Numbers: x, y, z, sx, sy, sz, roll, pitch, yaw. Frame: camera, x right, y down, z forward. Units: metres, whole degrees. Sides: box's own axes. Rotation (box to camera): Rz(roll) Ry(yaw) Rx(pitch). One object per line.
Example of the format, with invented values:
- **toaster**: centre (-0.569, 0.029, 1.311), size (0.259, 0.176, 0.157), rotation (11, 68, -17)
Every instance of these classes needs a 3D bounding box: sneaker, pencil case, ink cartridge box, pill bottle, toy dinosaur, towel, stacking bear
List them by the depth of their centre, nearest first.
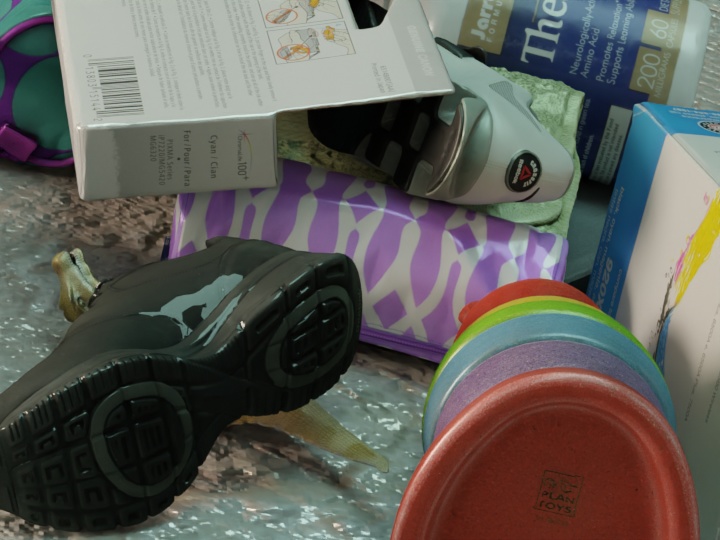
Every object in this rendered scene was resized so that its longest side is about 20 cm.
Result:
- **sneaker**: centre (-0.091, 0.042, 1.084), size (0.090, 0.076, 0.199), rotation (21, 33, 38)
- **stacking bear**: centre (0.077, 0.063, 1.116), size (0.121, 0.115, 0.200), rotation (13, 17, -4)
- **toy dinosaur**: centre (-0.047, 0.045, 1.173), size (0.199, 0.059, 0.101), rotation (28, 41, 26)
- **ink cartridge box**: centre (0.208, 0.031, 1.215), size (0.146, 0.146, 0.200), rotation (6, 22, -18)
- **pencil case**: centre (0.000, 0.000, 1.255), size (0.198, 0.084, 0.086), rotation (13, 59, 3)
- **ink cartridge box**: centre (-0.058, -0.108, 1.278), size (0.175, 0.045, 0.200), rotation (-5, 33, -7)
- **sneaker**: centre (0.037, -0.076, 1.297), size (0.088, 0.075, 0.200), rotation (13, 19, -30)
- **towel**: centre (0.014, -0.062, 1.356), size (0.198, 0.037, 0.149), rotation (5, 38, 4)
- **pencil case**: centre (-0.191, -0.129, 1.446), size (0.085, 0.092, 0.200), rotation (45, 4, -30)
- **pill bottle**: centre (0.087, -0.119, 1.467), size (0.199, 0.112, 0.111), rotation (15, 21, 2)

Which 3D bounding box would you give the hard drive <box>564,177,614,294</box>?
- **hard drive**: centre (0.073, -0.020, 1.413), size (0.139, 0.033, 0.200), rotation (25, 24, 26)
